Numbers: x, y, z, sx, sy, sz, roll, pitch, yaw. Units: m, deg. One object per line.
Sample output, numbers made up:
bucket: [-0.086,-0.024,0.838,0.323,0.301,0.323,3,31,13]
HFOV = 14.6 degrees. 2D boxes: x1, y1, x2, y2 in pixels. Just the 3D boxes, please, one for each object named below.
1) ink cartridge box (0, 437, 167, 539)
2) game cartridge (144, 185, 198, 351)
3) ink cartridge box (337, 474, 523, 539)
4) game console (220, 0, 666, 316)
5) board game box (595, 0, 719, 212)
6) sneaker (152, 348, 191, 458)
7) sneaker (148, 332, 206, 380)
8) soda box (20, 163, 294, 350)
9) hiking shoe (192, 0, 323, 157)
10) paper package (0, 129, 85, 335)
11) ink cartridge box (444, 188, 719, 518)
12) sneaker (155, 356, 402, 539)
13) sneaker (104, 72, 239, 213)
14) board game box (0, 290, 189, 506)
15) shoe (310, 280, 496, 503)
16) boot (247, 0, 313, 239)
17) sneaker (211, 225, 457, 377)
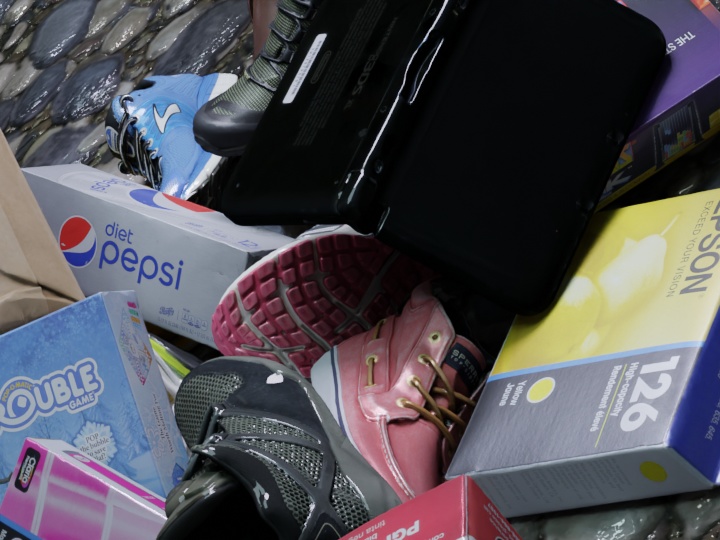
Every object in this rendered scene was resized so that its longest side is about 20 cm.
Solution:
ink cartridge box: [-0.117,0.171,1.495,0.200,0.037,0.095,25,98,31]
game cartridge: [-0.187,0.035,1.884,0.176,0.032,0.200,-38,31,1]
ink cartridge box: [0.054,0.214,1.242,0.083,0.147,0.200,-28,30,19]
game console: [0.046,-0.083,1.593,0.176,0.116,0.200,-1,55,47]
board game box: [0.106,-0.113,1.640,0.200,0.057,0.165,-34,58,-9]
sneaker: [-0.098,0.103,1.603,0.200,0.116,0.074,7,50,51]
sneaker: [-0.179,0.061,1.758,0.200,0.074,0.081,23,84,39]
soda box: [-0.130,-0.010,1.765,0.200,0.068,0.063,19,16,34]
hiking shoe: [-0.031,-0.153,1.723,0.200,0.101,0.076,-36,29,-3]
paper package: [-0.277,0.013,1.742,0.103,0.191,0.200,-13,-26,-37]
ink cartridge box: [0.161,0.037,1.483,0.200,0.047,0.198,-14,36,40]
sneaker: [-0.068,0.100,1.459,0.199,0.114,0.076,47,122,49]
sneaker: [-0.131,-0.074,1.900,0.089,0.079,0.200,6,27,-4]
board game box: [-0.186,0.138,1.590,0.200,0.199,0.043,-23,-11,25]
shoe: [0.031,0.076,1.538,0.091,0.071,0.200,-40,24,10]
boot: [-0.030,-0.115,1.814,0.064,0.187,0.200,2,23,-13]
sneaker: [0.000,0.000,1.682,0.200,0.081,0.075,-29,12,-16]
